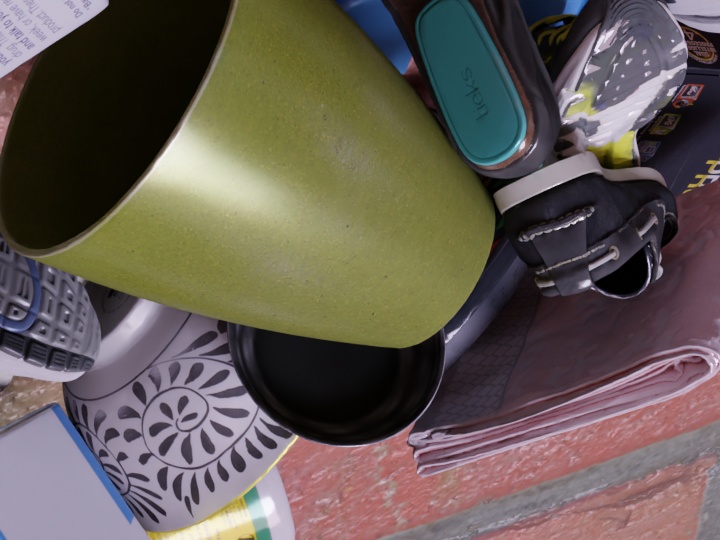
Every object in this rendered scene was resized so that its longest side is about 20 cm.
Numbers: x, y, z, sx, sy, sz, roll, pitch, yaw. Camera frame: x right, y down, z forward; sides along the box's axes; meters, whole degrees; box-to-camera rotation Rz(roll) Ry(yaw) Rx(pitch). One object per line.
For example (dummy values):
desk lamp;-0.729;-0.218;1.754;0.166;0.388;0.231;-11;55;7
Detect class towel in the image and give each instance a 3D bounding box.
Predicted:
towel;0.128;0.024;1.454;0.190;0.200;0.032;-20;112;27

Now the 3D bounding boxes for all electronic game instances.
electronic game;0.042;0.010;1.504;0.042;0.200;0.200;41;115;-9

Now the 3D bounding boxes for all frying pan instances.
frying pan;-0.016;0.001;1.362;0.114;0.191;0.031;2;158;-17

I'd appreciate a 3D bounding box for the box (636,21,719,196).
box;0.183;-0.063;1.605;0.161;0.049;0.200;-1;138;-41

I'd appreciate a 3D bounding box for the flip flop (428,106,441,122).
flip flop;0.000;-0.021;1.511;0.058;0.081;0.200;-36;162;-51

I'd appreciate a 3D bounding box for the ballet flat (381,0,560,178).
ballet flat;0.043;-0.137;1.283;0.068;0.201;0.068;-23;173;29

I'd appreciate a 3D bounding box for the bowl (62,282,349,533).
bowl;-0.100;0.030;1.425;0.094;0.201;0.201;35;115;-29

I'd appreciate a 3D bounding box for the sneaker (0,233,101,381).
sneaker;-0.226;0.008;1.347;0.199;0.075;0.087;24;143;-15

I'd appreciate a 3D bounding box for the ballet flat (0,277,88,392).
ballet flat;-0.182;0.014;1.416;0.067;0.071;0.200;7;133;-45

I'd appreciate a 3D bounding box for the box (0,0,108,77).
box;-0.241;-0.136;1.127;0.200;0.105;0.184;-33;148;6

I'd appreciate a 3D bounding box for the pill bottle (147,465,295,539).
pill bottle;-0.149;0.155;1.600;0.199;0.113;0.113;-21;147;-13

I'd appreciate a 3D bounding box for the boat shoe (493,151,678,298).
boat shoe;0.122;-0.014;1.355;0.072;0.068;0.200;-30;169;16

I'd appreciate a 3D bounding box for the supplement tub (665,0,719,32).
supplement tub;0.149;-0.209;1.286;0.140;0.141;0.200;-37;147;14

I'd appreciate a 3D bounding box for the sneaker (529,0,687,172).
sneaker;0.105;-0.098;1.353;0.074;0.085;0.200;-21;159;-16

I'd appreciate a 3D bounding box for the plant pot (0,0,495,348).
plant pot;-0.039;-0.047;1.272;0.200;0.188;0.187;30;119;-30

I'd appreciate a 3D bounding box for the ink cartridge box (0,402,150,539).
ink cartridge box;-0.195;0.186;1.445;0.084;0.145;0.200;-30;171;-43

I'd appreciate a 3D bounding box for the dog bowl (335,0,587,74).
dog bowl;0.032;-0.140;1.381;0.199;0.050;0.112;-11;144;-27
